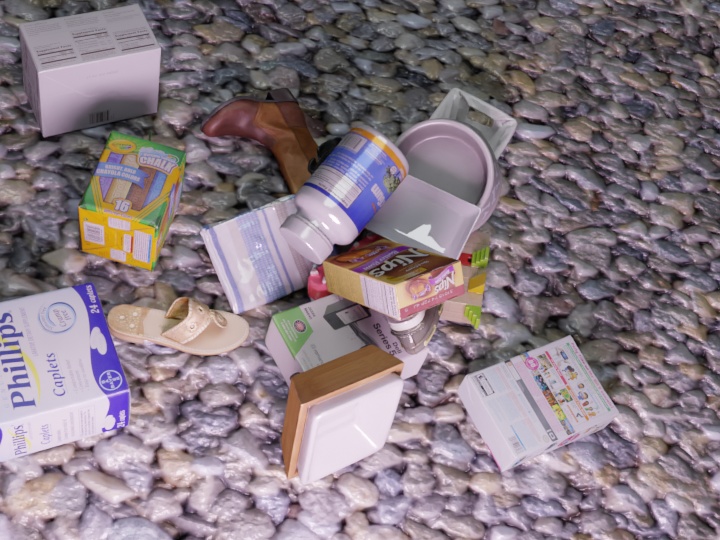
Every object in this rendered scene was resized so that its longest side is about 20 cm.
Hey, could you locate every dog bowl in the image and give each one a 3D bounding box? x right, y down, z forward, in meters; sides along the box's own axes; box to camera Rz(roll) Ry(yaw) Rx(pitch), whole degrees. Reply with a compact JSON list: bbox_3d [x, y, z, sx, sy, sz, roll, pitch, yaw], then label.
[{"bbox_3d":[0.126,-0.150,1.604,0.199,0.059,0.202,-1,86,11],"label":"dog bowl"}]

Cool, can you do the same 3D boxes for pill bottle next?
[{"bbox_3d":[-0.027,-0.110,1.499,0.112,0.112,0.200,36,76,11],"label":"pill bottle"}]

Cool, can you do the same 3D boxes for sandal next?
[{"bbox_3d":[-0.264,0.072,1.481,0.210,0.070,0.078,5,55,-11],"label":"sandal"}]

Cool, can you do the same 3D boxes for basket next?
[{"bbox_3d":[0.163,-0.192,1.741,0.135,0.124,0.200,30,53,7],"label":"basket"}]

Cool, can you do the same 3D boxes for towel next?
[{"bbox_3d":[-0.136,-0.032,1.571,0.199,0.024,0.148,-22,90,-20],"label":"towel"}]

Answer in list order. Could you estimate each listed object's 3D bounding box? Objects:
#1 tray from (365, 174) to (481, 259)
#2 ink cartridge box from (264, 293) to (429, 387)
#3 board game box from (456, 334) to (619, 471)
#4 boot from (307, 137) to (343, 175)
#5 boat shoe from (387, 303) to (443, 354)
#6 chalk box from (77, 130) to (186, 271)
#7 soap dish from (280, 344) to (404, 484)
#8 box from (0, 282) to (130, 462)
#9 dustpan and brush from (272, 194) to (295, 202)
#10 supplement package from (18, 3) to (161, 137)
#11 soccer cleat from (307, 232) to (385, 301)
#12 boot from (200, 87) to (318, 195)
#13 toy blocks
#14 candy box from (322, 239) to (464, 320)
[{"bbox_3d":[0.077,-0.088,1.562,0.199,0.022,0.108,26,82,11],"label":"tray"},{"bbox_3d":[-0.020,0.112,1.508,0.199,0.084,0.146,-20,63,-26],"label":"ink cartridge box"},{"bbox_3d":[0.270,0.201,1.538,0.199,0.064,0.148,-17,63,-23],"label":"board game box"},{"bbox_3d":[-0.019,-0.160,1.639,0.069,0.132,0.200,-10,26,19],"label":"boot"},{"bbox_3d":[0.089,0.051,1.495,0.072,0.061,0.202,-13,23,22],"label":"boat shoe"},{"bbox_3d":[-0.345,-0.124,1.561,0.123,0.125,0.201,16,55,-3],"label":"chalk box"},{"bbox_3d":[-0.031,0.196,1.380,0.157,0.201,0.081,-20,57,-25],"label":"soap dish"},{"bbox_3d":[-0.435,0.137,1.371,0.199,0.105,0.185,-14,61,-22],"label":"box"},{"bbox_3d":[-0.091,-0.093,1.644,0.139,0.057,0.201,26,54,3],"label":"dustpan and brush"},{"bbox_3d":[-0.443,-0.329,1.655,0.199,0.156,0.111,-17,63,-24],"label":"supplement package"},{"bbox_3d":[0.000,0.000,1.590,0.199,0.077,0.067,-28,48,-30],"label":"soccer cleat"},{"bbox_3d":[-0.154,-0.203,1.719,0.187,0.069,0.201,-18,70,-33],"label":"boot"},{"bbox_3d":[0.133,0.002,1.629,0.136,0.100,0.201,9,52,5],"label":"toy blocks"},{"bbox_3d":[0.045,0.009,1.454,0.116,0.057,0.200,-20,22,-28],"label":"candy box"}]
